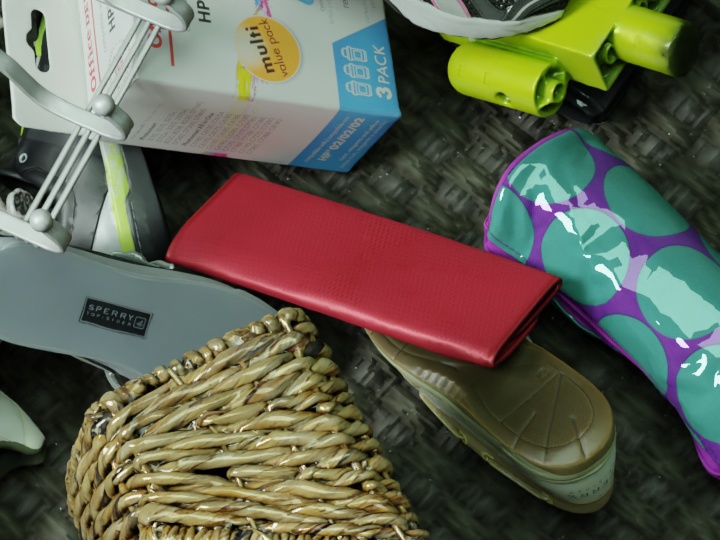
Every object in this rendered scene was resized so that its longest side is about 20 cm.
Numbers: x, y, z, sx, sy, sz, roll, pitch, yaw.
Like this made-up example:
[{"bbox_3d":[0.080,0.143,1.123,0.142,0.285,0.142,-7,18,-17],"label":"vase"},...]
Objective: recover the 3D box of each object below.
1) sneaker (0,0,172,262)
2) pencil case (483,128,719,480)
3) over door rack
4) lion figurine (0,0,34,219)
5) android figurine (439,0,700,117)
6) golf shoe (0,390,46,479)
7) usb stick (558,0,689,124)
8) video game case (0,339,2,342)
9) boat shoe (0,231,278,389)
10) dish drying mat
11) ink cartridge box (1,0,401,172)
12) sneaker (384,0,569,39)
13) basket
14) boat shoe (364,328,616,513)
[{"bbox_3d":[-0.165,-0.077,1.409,0.083,0.072,0.201,-18,65,-2],"label":"sneaker"},{"bbox_3d":[0.153,0.021,1.339,0.092,0.085,0.200,-42,71,-13],"label":"pencil case"},{"bbox_3d":[-0.203,-0.107,1.293,0.199,0.067,0.148,20,70,22],"label":"over door rack"},{"bbox_3d":[-0.237,-0.087,1.407,0.072,0.122,0.201,14,65,-38],"label":"lion figurine"},{"bbox_3d":[0.113,-0.166,1.422,0.200,0.041,0.182,19,65,36],"label":"android figurine"},{"bbox_3d":[-0.238,0.138,1.316,0.097,0.078,0.200,28,71,9],"label":"golf shoe"},{"bbox_3d":[0.163,-0.166,1.451,0.055,0.033,0.200,29,70,20],"label":"usb stick"},{"bbox_3d":[-0.286,0.027,1.334,0.199,0.022,0.182,8,26,8],"label":"video game case"},{"bbox_3d":[-0.120,0.027,1.341,0.199,0.068,0.074,14,99,-25],"label":"boat shoe"},{"bbox_3d":[0.000,0.000,1.338,0.199,0.018,0.077,19,43,26],"label":"dish drying mat"},{"bbox_3d":[-0.086,-0.127,1.380,0.199,0.068,0.116,6,61,-29],"label":"ink cartridge box"},{"bbox_3d":[0.028,-0.183,1.350,0.199,0.086,0.081,8,57,-9],"label":"sneaker"},{"bbox_3d":[-0.051,0.139,1.233,0.142,0.200,0.149,-26,67,-10],"label":"basket"},{"bbox_3d":[0.061,0.056,1.337,0.074,0.067,0.200,-32,47,-11],"label":"boat shoe"}]
